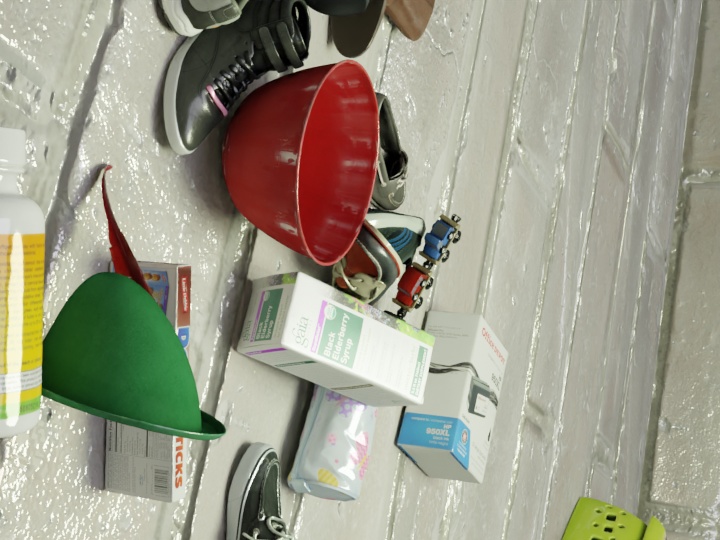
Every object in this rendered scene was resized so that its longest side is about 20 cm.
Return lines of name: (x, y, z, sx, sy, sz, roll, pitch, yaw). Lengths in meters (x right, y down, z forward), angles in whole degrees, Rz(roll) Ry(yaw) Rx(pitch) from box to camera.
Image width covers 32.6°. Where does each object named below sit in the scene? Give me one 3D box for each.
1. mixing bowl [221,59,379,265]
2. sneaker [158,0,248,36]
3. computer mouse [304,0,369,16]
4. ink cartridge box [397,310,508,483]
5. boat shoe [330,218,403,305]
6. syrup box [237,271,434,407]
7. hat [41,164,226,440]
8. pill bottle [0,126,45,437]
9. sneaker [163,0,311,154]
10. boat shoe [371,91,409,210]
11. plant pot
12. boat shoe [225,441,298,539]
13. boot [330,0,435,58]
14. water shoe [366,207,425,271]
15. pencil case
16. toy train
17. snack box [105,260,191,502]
mixing bowl: (-0.067, -0.111, 1.208, 0.200, 0.108, 0.201, 9, 90, -70)
sneaker: (-0.113, -0.296, 1.136, 0.074, 0.079, 0.201, 56, 43, -49)
computer mouse: (-0.053, -0.298, 1.199, 0.053, 0.200, 0.139, -28, 126, -9)
ink cartridge box: (0.131, 0.174, 1.699, 0.145, 0.084, 0.200, 51, 48, -56)
boat shoe: (0.000, 0.000, 1.352, 0.063, 0.071, 0.200, -35, 170, -11)
syrup box: (-0.023, 0.076, 1.284, 0.200, 0.081, 0.079, 27, 66, -36)
hat: (-0.171, 0.014, 0.934, 0.166, 0.200, 0.176, 21, 87, -73)
pill bottle: (-0.266, 0.005, 0.816, 0.111, 0.111, 0.201, -4, 97, -64)
sneaker: (-0.108, -0.190, 1.135, 0.071, 0.099, 0.200, 62, 40, -49)
boat shoe: (0.028, -0.139, 1.474, 0.200, 0.057, 0.067, 62, 40, -48)
plant pot: (0.501, 0.590, 2.418, 0.200, 0.181, 0.199, -50, 137, -50)
boat shoe: (-0.099, 0.277, 1.251, 0.074, 0.068, 0.200, 40, 57, -60)
boot: (0.035, -0.308, 1.474, 0.200, 0.064, 0.187, 35, 64, -66)
water shoe: (0.025, -0.032, 1.468, 0.200, 0.071, 0.079, 4, 97, -62)
pencil case: (-0.022, 0.158, 1.381, 0.091, 0.083, 0.201, 37, 60, -53)
toy train: (0.065, 0.017, 1.519, 0.046, 0.034, 0.200, 20, 102, -57)
snack box: (-0.182, 0.093, 1.050, 0.024, 0.072, 0.201, -5, 97, -62)
